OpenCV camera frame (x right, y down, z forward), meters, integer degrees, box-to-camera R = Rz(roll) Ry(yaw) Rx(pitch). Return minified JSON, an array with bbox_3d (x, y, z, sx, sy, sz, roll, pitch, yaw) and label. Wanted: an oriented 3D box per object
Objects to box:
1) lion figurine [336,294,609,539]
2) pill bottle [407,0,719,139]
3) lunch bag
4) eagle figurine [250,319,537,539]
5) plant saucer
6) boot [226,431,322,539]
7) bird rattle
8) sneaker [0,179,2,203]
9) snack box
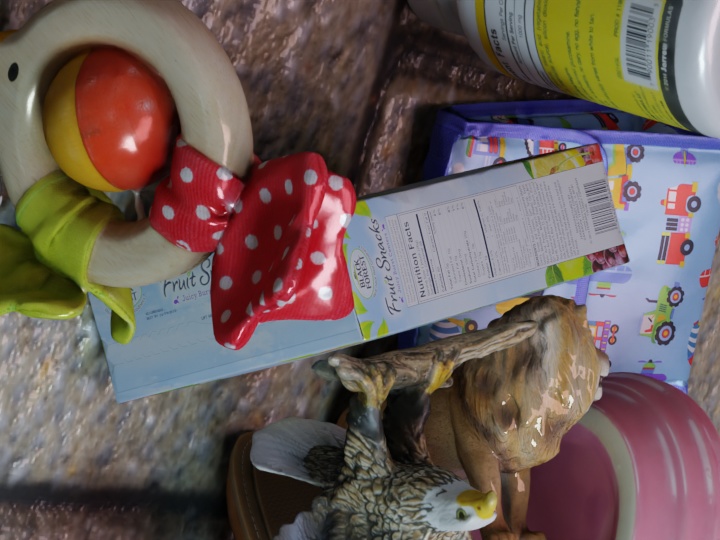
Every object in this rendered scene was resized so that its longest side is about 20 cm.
[{"bbox_3d":[0.038,0.087,1.529,0.072,0.199,0.123,8,72,-57],"label":"lion figurine"},{"bbox_3d":[0.121,-0.140,1.479,0.112,0.199,0.113,-25,125,-43],"label":"pill bottle"},{"bbox_3d":[0.092,-0.012,1.612,0.199,0.094,0.151,-2,109,-38],"label":"lunch bag"},{"bbox_3d":[0.031,0.133,1.396,0.151,0.151,0.201,29,49,-86],"label":"eagle figurine"},{"bbox_3d":[0.105,0.145,1.537,0.051,0.200,0.201,24,86,-34],"label":"plant saucer"},{"bbox_3d":[-0.046,0.198,1.506,0.076,0.201,0.155,-5,146,-38],"label":"boot"},{"bbox_3d":[-0.097,-0.040,1.271,0.112,0.199,0.164,-20,97,-46],"label":"bird rattle"},{"bbox_3d":[-0.185,-0.104,1.218,0.082,0.077,0.200,-56,142,-29],"label":"sneaker"},{"bbox_3d":[0.000,0.000,1.410,0.200,0.168,0.068,-17,91,-48],"label":"snack box"}]
